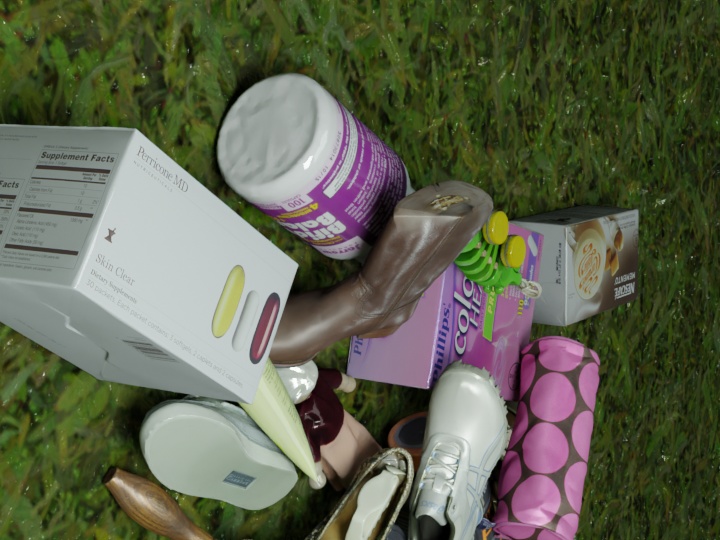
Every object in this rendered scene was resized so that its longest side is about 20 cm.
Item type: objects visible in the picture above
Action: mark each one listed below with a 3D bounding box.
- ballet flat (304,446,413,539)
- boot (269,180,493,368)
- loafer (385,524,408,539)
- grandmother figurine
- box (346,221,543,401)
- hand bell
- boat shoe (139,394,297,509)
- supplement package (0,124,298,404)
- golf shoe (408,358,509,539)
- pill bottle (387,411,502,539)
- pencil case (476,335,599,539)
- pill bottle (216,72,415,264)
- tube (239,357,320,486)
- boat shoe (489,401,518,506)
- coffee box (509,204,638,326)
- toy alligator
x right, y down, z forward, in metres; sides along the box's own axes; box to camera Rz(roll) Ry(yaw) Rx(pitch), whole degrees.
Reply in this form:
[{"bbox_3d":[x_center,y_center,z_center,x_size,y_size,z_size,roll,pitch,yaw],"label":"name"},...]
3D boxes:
[{"bbox_3d":[-0.011,0.233,1.236,0.201,0.067,0.075,-58,175,-29],"label":"ballet flat"},{"bbox_3d":[0.000,0.000,1.178,0.185,0.200,0.065,-14,68,-33],"label":"boot"},{"bbox_3d":[-0.044,0.281,1.289,0.199,0.063,0.073,-15,88,-37],"label":"loafer"},{"bbox_3d":[-0.034,0.140,1.294,0.122,0.060,0.201,-86,152,-44],"label":"grandmother figurine"},{"bbox_3d":[0.088,0.031,1.422,0.199,0.096,0.178,15,83,-56],"label":"box"},{"bbox_3d":[-0.124,0.217,1.133,0.200,0.104,0.105,44,57,-26],"label":"hand bell"},{"bbox_3d":[-0.123,0.137,1.151,0.070,0.072,0.201,-41,147,6],"label":"boat shoe"},{"bbox_3d":[-0.167,-0.003,0.978,0.200,0.155,0.112,40,61,-50],"label":"supplement package"},{"bbox_3d":[0.083,0.184,1.293,0.097,0.078,0.202,-42,141,-63],"label":"golf shoe"},{"bbox_3d":[0.082,0.241,1.433,0.106,0.105,0.202,-46,131,-43],"label":"pill bottle"},{"bbox_3d":[0.179,0.170,1.412,0.090,0.094,0.202,20,70,-12],"label":"pencil case"},{"bbox_3d":[-0.025,-0.076,1.220,0.200,0.111,0.113,35,66,-52],"label":"pill bottle"},{"bbox_3d":[-0.090,0.087,1.161,0.201,0.052,0.058,56,44,-26],"label":"tube"},{"bbox_3d":[0.170,0.240,1.609,0.068,0.071,0.201,-45,121,-38],"label":"boat shoe"},{"bbox_3d":[0.250,-0.010,1.674,0.199,0.079,0.116,-12,105,-55],"label":"coffee box"},{"bbox_3d":[0.120,-0.005,1.323,0.200,0.059,0.055,48,56,-47],"label":"toy alligator"}]
